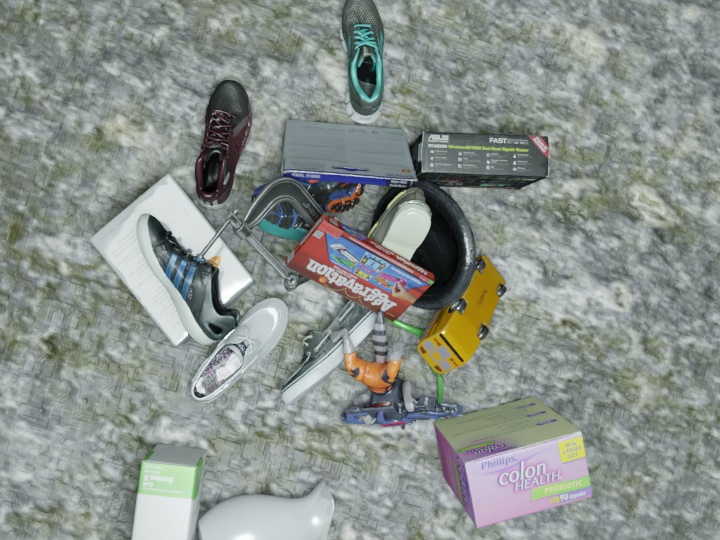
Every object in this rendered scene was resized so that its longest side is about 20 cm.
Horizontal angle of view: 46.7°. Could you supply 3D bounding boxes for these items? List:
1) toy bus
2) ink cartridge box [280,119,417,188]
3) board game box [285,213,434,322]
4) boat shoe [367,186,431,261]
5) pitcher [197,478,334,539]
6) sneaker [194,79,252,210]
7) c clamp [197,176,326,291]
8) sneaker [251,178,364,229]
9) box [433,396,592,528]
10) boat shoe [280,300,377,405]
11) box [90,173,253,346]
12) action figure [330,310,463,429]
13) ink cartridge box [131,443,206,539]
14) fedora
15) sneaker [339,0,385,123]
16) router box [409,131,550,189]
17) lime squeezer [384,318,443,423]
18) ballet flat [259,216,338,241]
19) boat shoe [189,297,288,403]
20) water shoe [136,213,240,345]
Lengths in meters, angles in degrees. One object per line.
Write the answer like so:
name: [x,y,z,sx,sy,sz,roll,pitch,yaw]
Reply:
toy bus: [0.158,0.063,1.270,0.065,0.078,0.201,47,41,-12]
ink cartridge box: [-0.020,-0.164,1.241,0.195,0.201,0.041,4,120,-5]
board game box: [0.000,0.000,1.205,0.197,0.020,0.103,28,127,-24]
boat shoe: [0.043,-0.037,1.232,0.071,0.203,0.061,20,42,-17]
pitcher: [-0.137,0.416,1.250,0.196,0.121,0.176,-9,104,-17]
sneaker: [-0.207,-0.196,1.256,0.074,0.115,0.205,8,87,-5]
c clamp: [-0.120,-0.041,1.197,0.172,0.027,0.200,-55,132,-7]
sneaker: [-0.086,-0.117,1.258,0.197,0.078,0.077,-13,126,-42]
box: [0.219,0.277,1.238,0.172,0.200,0.099,-13,97,-7]
boat shoe: [-0.058,0.121,1.291,0.200,0.072,0.071,-43,84,-16]
box: [-0.275,-0.013,1.247,0.152,0.106,0.201,-39,92,-6]
action figure: [0.059,0.165,1.254,0.195,0.106,0.196,-2,132,19]
ink cartridge box: [-0.281,0.370,1.213,0.082,0.145,0.205,7,87,-5]
fedora: [0.110,-0.043,1.275,0.197,0.091,0.206,7,101,38]
sneaker: [0.010,-0.338,1.296,0.076,0.091,0.205,-6,88,-7]
router box: [0.175,-0.166,1.278,0.195,0.150,0.064,2,88,-6]
lime squeezer: [0.104,0.140,1.316,0.070,0.038,0.203,-28,92,-6]
ballet flat: [-0.065,-0.065,1.296,0.196,0.068,0.065,23,55,-7]
boat shoe: [-0.186,0.121,1.270,0.199,0.069,0.072,-40,92,-6]
water shoe: [-0.235,0.001,1.157,0.078,0.072,0.203,-26,100,10]
